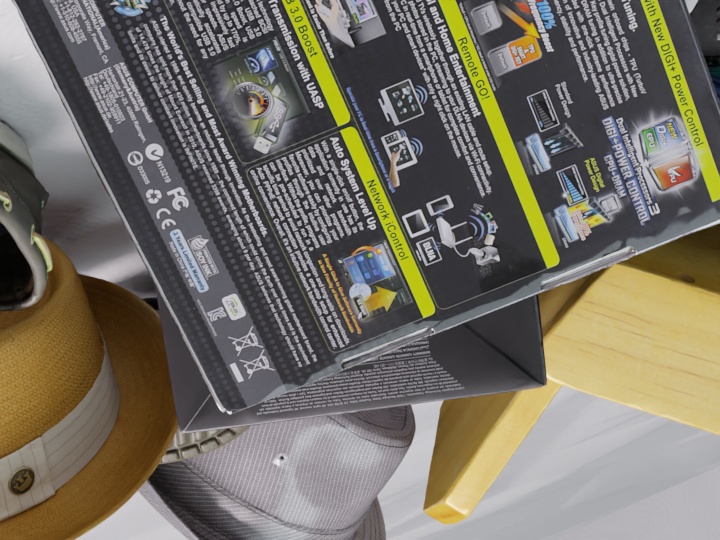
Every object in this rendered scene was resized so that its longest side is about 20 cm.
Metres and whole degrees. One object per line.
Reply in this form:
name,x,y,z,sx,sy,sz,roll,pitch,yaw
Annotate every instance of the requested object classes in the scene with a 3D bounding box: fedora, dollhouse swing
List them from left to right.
fedora,-0.172,0.039,0.875,0.199,0.201,0.082,-16,130,-15
fedora,-0.042,0.070,1.078,0.090,0.200,0.177,-48,-176,29
dollhouse swing,0.145,0.049,1.059,0.180,0.177,0.200,17,-158,-1

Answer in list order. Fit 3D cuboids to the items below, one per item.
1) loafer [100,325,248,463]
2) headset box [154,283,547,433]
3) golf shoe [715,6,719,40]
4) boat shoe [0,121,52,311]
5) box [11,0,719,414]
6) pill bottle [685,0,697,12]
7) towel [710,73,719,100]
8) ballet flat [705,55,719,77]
loafer,-0.144,0.044,0.990,0.198,0.068,0.077,2,125,-5
headset box,0.000,0.000,0.895,0.147,0.076,0.200,-7,-169,3
golf shoe,0.228,-0.119,0.927,0.094,0.078,0.199,-27,166,28
boat shoe,-0.164,-0.028,0.755,0.072,0.061,0.202,-22,166,10
box,-0.004,-0.078,0.544,0.159,0.201,0.044,-22,-153,6
pill bottle,0.024,-0.104,0.620,0.198,0.113,0.112,-22,166,8
towel,0.179,-0.055,0.955,0.198,0.049,0.112,17,-178,-18
ballet flat,0.210,-0.080,1.080,0.198,0.075,0.074,-1,159,-28
